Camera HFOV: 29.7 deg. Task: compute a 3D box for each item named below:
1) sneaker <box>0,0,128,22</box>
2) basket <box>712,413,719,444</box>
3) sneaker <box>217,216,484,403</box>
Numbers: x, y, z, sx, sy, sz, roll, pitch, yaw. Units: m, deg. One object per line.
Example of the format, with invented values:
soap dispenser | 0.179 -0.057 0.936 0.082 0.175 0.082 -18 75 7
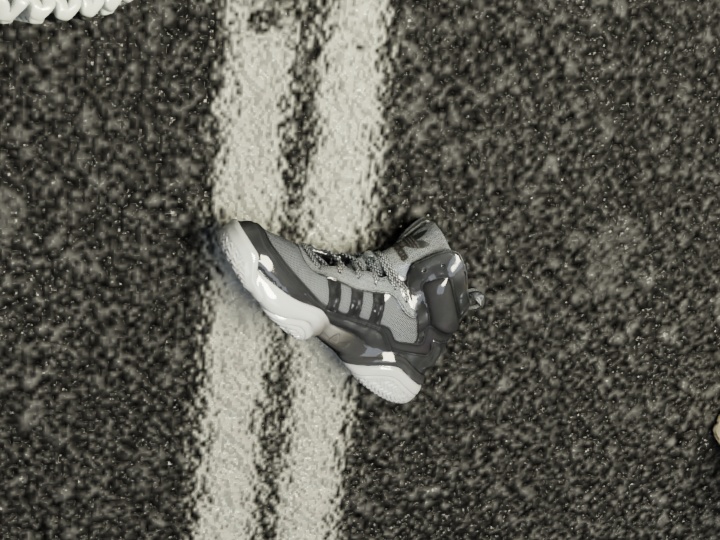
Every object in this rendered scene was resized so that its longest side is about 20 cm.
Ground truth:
sneaker | -0.202 -0.173 0.727 0.198 0.075 0.082 -11 107 -37
basket | 0.408 0.115 1.033 0.159 0.200 0.200 20 109 -20
sneaker | 0.000 0.000 0.910 0.114 0.076 0.200 -46 126 7
